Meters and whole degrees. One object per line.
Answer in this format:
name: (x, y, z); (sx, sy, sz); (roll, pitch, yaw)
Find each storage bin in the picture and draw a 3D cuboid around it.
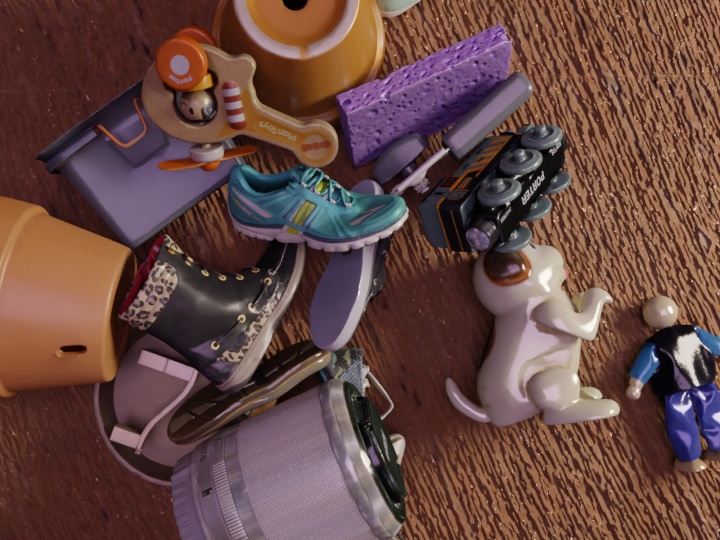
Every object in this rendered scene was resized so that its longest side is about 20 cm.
storage bin: (-0.222, -0.123, 0.851); (0.199, 0.146, 0.135); (-37, 101, -4)

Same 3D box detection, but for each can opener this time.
can opener: (0.102, -0.152, 0.876); (0.199, 0.053, 0.067); (-37, 91, 5)

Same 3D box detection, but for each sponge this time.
sponge: (0.072, -0.191, 0.879); (0.198, 0.112, 0.030); (-25, 66, -5)

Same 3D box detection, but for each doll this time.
doll: (0.372, 0.129, 0.918); (0.135, 0.048, 0.203); (-15, 89, -5)

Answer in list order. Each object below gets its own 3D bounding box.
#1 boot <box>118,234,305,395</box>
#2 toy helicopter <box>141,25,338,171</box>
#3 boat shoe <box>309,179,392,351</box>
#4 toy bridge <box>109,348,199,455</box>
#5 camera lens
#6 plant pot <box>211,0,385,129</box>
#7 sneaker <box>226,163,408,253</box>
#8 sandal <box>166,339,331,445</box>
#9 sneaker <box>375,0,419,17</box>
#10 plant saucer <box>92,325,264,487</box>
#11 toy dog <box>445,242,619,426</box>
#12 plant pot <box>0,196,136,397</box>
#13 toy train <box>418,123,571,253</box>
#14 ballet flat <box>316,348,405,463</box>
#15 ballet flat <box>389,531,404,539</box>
boot: (-0.151, 0.011, 0.834); (0.150, 0.073, 0.202); (34, 64, -23)
toy helicopter: (-0.119, -0.144, 0.774); (0.198, 0.079, 0.133); (20, 113, -10)
boat shoe: (0.000, 0.000, 0.875); (0.066, 0.069, 0.203); (33, 58, -40)
toy bridge: (-0.210, 0.105, 0.863); (0.066, 0.027, 0.203); (19, 86, -4)
camera lens: (-0.064, 0.212, 0.774); (0.198, 0.160, 0.162); (-25, 90, 4)
plant pot: (-0.066, -0.260, 0.836); (0.197, 0.183, 0.203); (0, 88, -4)
sneaker: (-0.049, -0.070, 0.816); (0.197, 0.078, 0.081); (5, 123, 12)
sandal: (-0.115, 0.141, 0.853); (0.198, 0.080, 0.055); (-27, 112, -8)
sneaker: (0.098, -0.370, 0.883); (0.200, 0.118, 0.074); (-38, 89, -5)
plant saucer: (-0.200, 0.142, 0.891); (0.197, 0.029, 0.203); (0, 88, -5)
toy dog: (0.185, 0.063, 0.880); (0.191, 0.139, 0.203); (-10, 87, 15)
plant pot: (-0.313, 0.035, 0.803); (0.138, 0.200, 0.203); (8, 87, -5)
toy train: (0.150, -0.093, 0.856); (0.200, 0.113, 0.086); (-49, 131, -35)
ballet flat: (0.014, 0.181, 0.885); (0.073, 0.074, 0.202); (-21, 91, -4)
ballet flat: (-0.042, 0.265, 0.856); (0.198, 0.047, 0.068); (21, 56, 20)
